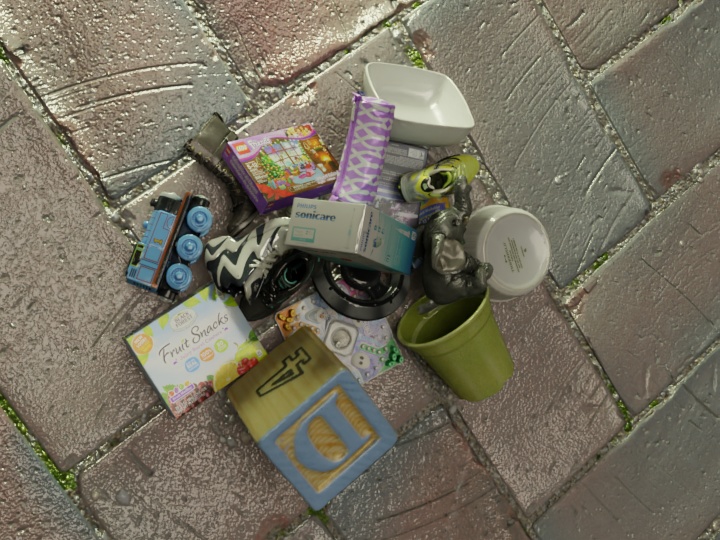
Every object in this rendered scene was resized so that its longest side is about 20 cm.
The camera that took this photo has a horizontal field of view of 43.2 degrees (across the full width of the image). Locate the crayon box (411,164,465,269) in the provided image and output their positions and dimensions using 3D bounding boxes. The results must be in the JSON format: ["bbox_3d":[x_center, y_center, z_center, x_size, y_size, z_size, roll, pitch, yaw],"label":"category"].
[{"bbox_3d":[0.109,-0.118,1.772,0.125,0.052,0.202,-26,97,-20],"label":"crayon box"}]

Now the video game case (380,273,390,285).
[{"bbox_3d":[0.057,-0.060,1.787,0.143,0.018,0.201,41,75,-16],"label":"video game case"}]

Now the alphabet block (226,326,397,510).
[{"bbox_3d":[-0.086,0.252,1.586,0.196,0.200,0.196,-38,118,-8],"label":"alphabet block"}]

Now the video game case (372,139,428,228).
[{"bbox_3d":[0.049,-0.144,1.713,0.141,0.019,0.202,10,86,-19],"label":"video game case"}]

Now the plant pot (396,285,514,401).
[{"bbox_3d":[0.199,0.145,1.758,0.200,0.200,0.185,-41,114,-17],"label":"plant pot"}]

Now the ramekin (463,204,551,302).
[{"bbox_3d":[0.294,-0.036,1.837,0.200,0.094,0.205,1,88,-22],"label":"ramekin"}]

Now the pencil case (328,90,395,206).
[{"bbox_3d":[0.004,-0.215,1.622,0.085,0.084,0.202,-1,106,-45],"label":"pencil case"}]

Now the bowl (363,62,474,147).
[{"bbox_3d":[0.102,-0.311,1.747,0.198,0.075,0.201,4,44,-23],"label":"bowl"}]

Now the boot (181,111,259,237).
[{"bbox_3d":[-0.247,-0.172,1.639,0.173,0.069,0.201,35,53,-16],"label":"boot"}]

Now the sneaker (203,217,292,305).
[{"bbox_3d":[-0.171,-0.007,1.572,0.197,0.080,0.131,-13,64,2],"label":"sneaker"}]

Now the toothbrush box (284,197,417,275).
[{"bbox_3d":[-0.012,-0.057,1.555,0.200,0.145,0.086,23,77,-60],"label":"toothbrush box"}]

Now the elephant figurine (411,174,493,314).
[{"bbox_3d":[0.153,-0.047,1.685,0.201,0.140,0.156,61,37,-29],"label":"elephant figurine"}]

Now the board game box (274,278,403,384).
[{"bbox_3d":[-0.036,0.130,1.730,0.199,0.026,0.202,-27,99,-16],"label":"board game box"}]

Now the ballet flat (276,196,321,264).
[{"bbox_3d":[-0.115,-0.081,1.693,0.063,0.076,0.202,14,81,-12],"label":"ballet flat"}]

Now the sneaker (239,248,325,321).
[{"bbox_3d":[-0.151,0.022,1.635,0.200,0.079,0.075,-42,93,16],"label":"sneaker"}]

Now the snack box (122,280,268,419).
[{"bbox_3d":[-0.293,0.136,1.617,0.199,0.068,0.170,-33,99,-21],"label":"snack box"}]

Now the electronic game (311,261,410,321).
[{"bbox_3d":[0.000,0.000,1.705,0.198,0.042,0.202,8,63,-16],"label":"electronic game"}]

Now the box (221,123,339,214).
[{"bbox_3d":[-0.134,-0.187,1.643,0.199,0.039,0.137,-22,70,-42],"label":"box"}]

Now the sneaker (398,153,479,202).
[{"bbox_3d":[0.164,-0.171,1.717,0.199,0.076,0.076,-27,107,-37],"label":"sneaker"}]

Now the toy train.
[{"bbox_3d":[-0.334,-0.048,1.600,0.113,0.087,0.202,20,79,-11],"label":"toy train"}]
